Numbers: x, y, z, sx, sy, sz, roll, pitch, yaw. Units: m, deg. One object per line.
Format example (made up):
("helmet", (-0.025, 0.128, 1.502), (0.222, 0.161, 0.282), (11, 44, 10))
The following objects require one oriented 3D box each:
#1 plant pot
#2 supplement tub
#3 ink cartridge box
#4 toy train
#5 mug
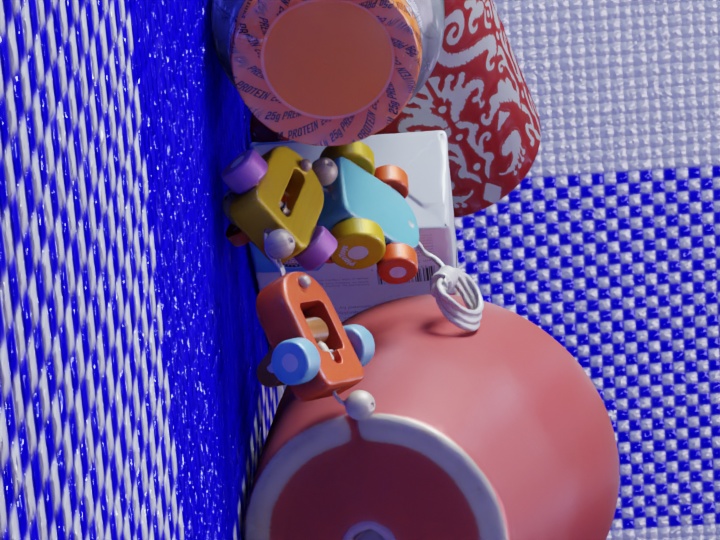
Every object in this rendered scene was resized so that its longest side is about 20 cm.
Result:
("plant pot", (0.027, 0.125, 1.581), (0.177, 0.200, 0.201), (-39, 126, -72))
("supplement tub", (-0.016, -0.153, 1.559), (0.200, 0.122, 0.123), (-87, 172, -60))
("ink cartridge box", (0.000, 0.000, 1.735), (0.200, 0.115, 0.068), (82, 6, -60))
("toy train", (-0.018, 0.007, 1.534), (0.150, 0.056, 0.200), (61, 28, 6))
("mug", (0.011, -0.120, 1.775), (0.134, 0.177, 0.200), (58, 0, 40))
